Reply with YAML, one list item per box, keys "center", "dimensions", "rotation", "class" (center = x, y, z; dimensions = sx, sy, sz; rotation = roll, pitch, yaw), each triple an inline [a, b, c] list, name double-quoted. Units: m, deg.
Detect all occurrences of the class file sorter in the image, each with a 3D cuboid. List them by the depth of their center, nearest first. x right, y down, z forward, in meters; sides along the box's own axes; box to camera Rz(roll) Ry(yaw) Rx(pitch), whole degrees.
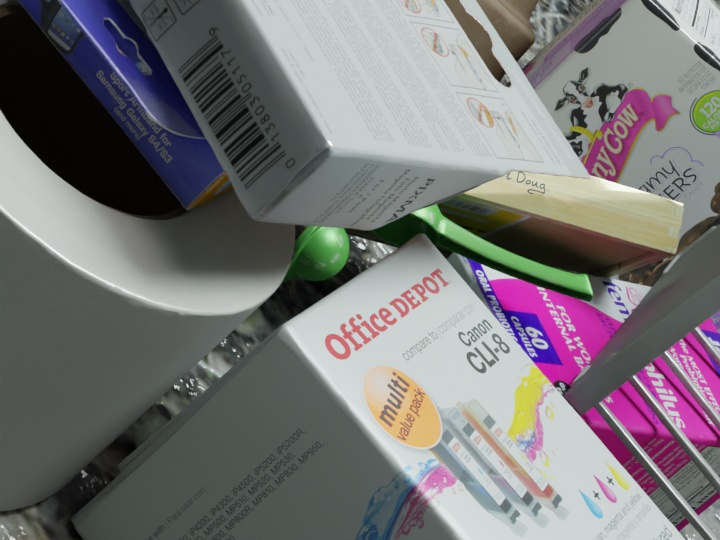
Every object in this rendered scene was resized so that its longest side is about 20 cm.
- center: [0.211, 0.032, 1.282]
  dimensions: [0.125, 0.139, 0.200]
  rotation: [50, 28, -1]
  class: "file sorter"

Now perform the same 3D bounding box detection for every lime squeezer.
- center: [0.000, 0.000, 1.237]
  dimensions: [0.038, 0.200, 0.071]
  rotation: [125, -46, -78]
  class: "lime squeezer"

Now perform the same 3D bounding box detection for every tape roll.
- center: [-0.145, -0.023, 1.077]
  dimensions: [0.203, 0.139, 0.203]
  rotation: [33, 31, -23]
  class: "tape roll"

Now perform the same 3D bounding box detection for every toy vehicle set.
- center: [0.040, -0.034, 1.312]
  dimensions: [0.200, 0.124, 0.027]
  rotation: [15, 76, -20]
  class: "toy vehicle set"

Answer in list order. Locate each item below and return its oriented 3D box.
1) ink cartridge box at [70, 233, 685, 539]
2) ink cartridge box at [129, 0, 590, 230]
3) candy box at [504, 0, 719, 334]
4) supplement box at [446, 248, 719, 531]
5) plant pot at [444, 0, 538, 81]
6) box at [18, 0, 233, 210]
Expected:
- center: [0.016, 0.115, 1.117]
  dimensions: [0.200, 0.145, 0.145]
  rotation: [49, 29, 4]
  class: "ink cartridge box"
- center: [-0.010, -0.091, 1.082]
  dimensions: [0.200, 0.057, 0.163]
  rotation: [9, 46, -60]
  class: "ink cartridge box"
- center: [0.170, -0.049, 1.498]
  dimensions: [0.200, 0.168, 0.072]
  rotation: [41, 28, -11]
  class: "candy box"
- center: [0.098, 0.068, 1.331]
  dimensions: [0.200, 0.103, 0.101]
  rotation: [11, 44, -50]
  class: "supplement box"
- center: [0.056, -0.229, 1.502]
  dimensions: [0.200, 0.175, 0.200]
  rotation: [41, 7, -7]
  class: "plant pot"
- center: [-0.059, -0.096, 1.100]
  dimensions: [0.119, 0.041, 0.200]
  rotation: [51, 31, 6]
  class: "box"
